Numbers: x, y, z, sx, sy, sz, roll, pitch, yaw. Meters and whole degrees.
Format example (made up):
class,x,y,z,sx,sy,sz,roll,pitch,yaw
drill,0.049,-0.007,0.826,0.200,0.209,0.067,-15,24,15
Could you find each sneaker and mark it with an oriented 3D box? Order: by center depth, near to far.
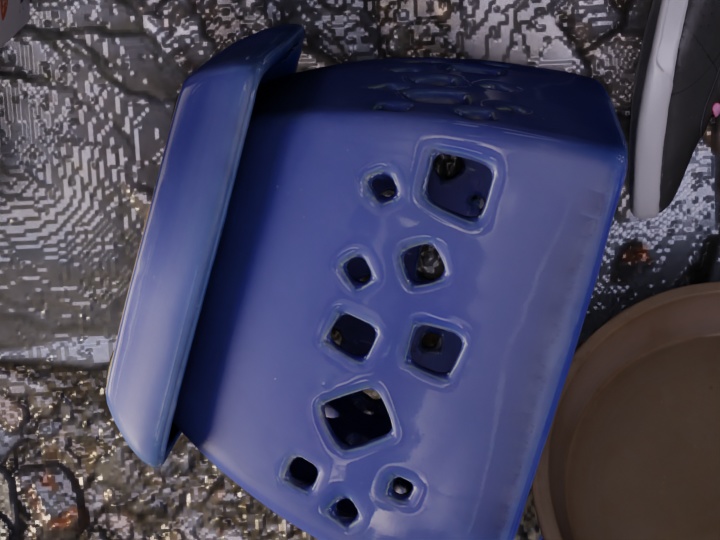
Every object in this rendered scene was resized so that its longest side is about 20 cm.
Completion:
class,x,y,z,sx,sy,sz,roll,pitch,yaw
sneaker,0.182,-0.113,0.864,0.099,0.071,0.200,13,99,1

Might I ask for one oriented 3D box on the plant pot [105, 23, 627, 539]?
class,x,y,z,sx,sy,sz,roll,pitch,yaw
plant pot,0.000,0.000,0.828,0.180,0.200,0.200,16,104,0

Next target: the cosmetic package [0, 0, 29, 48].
class,x,y,z,sx,sy,sz,roll,pitch,yaw
cosmetic package,-0.168,-0.194,0.796,0.052,0.151,0.200,3,104,-2

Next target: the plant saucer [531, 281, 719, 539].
class,x,y,z,sx,sy,sz,roll,pitch,yaw
plant saucer,0.170,0.097,0.813,0.200,0.029,0.200,2,59,-4

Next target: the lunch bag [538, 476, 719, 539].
class,x,y,z,sx,sy,sz,roll,pitch,yaw
lunch bag,0.133,0.193,0.844,0.170,0.124,0.200,32,62,20
